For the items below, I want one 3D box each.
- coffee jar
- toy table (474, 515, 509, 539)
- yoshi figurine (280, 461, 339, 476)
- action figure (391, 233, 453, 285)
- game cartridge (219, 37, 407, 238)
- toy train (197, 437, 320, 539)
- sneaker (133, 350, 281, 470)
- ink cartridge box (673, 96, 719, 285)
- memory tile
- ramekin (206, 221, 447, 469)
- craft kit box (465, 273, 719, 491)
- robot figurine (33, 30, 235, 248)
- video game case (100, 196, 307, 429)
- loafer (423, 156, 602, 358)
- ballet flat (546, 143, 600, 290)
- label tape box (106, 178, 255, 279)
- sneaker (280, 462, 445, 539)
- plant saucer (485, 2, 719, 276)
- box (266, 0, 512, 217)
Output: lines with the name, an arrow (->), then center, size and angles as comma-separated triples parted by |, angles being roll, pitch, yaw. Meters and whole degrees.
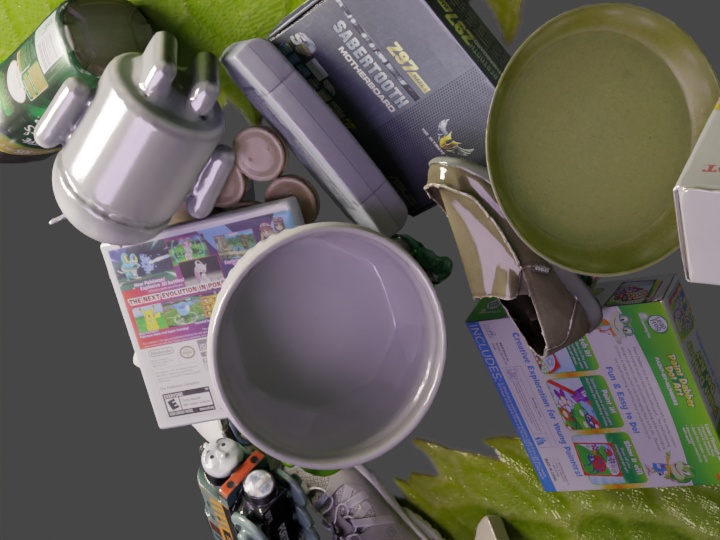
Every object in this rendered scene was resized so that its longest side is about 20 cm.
coffee jar -> -0.276, -0.167, 1.519 | 0.199, 0.104, 0.086 | -28, 76, 44
toy table -> 0.131, 0.350, 1.654 | 0.117, 0.199, 0.185 | -47, 61, 36
yoshi figurine -> -0.047, 0.132, 1.617 | 0.111, 0.113, 0.201 | -2, 149, 3
action figure -> 0.000, 0.000, 1.519 | 0.198, 0.055, 0.119 | -4, 134, 38
game cartridge -> -0.039, -0.113, 1.414 | 0.200, 0.040, 0.133 | 50, 178, -13
toy train -> -0.108, 0.237, 1.661 | 0.113, 0.085, 0.201 | 34, 158, 23
sneaker -> -0.154, 0.133, 1.727 | 0.201, 0.074, 0.087 | 52, 144, -3
ink cartridge box -> 0.314, -0.076, 1.153 | 0.144, 0.200, 0.088 | 5, 129, 28
memory tile -> -0.114, -0.029, 1.501 | 0.199, 0.017, 0.154 | -29, 101, 30
ramekin -> -0.034, 0.056, 1.403 | 0.201, 0.200, 0.105 | 51, 177, -14
craft kit box -> 0.217, 0.104, 1.477 | 0.196, 0.049, 0.201 | -5, 122, 38
robot figurine -> -0.189, -0.103, 1.429 | 0.168, 0.113, 0.201 | 27, 118, -18
video game case -> -0.120, 0.041, 1.501 | 0.198, 0.023, 0.184 | -11, 103, 25
loafer -> 0.116, -0.008, 1.351 | 0.200, 0.070, 0.075 | 48, 163, -16
ballet flat -> 0.176, -0.047, 1.354 | 0.076, 0.064, 0.201 | 46, 167, 30
label tape box -> -0.170, -0.020, 1.603 | 0.142, 0.066, 0.202 | 13, 129, 21
sneaker -> -0.003, 0.256, 1.710 | 0.199, 0.082, 0.075 | 35, 136, 7
plant saucer -> 0.181, -0.098, 1.256 | 0.201, 0.200, 0.031 | 53, 171, -16
box -> 0.040, -0.157, 1.368 | 0.157, 0.051, 0.200 | -27, 109, 43
